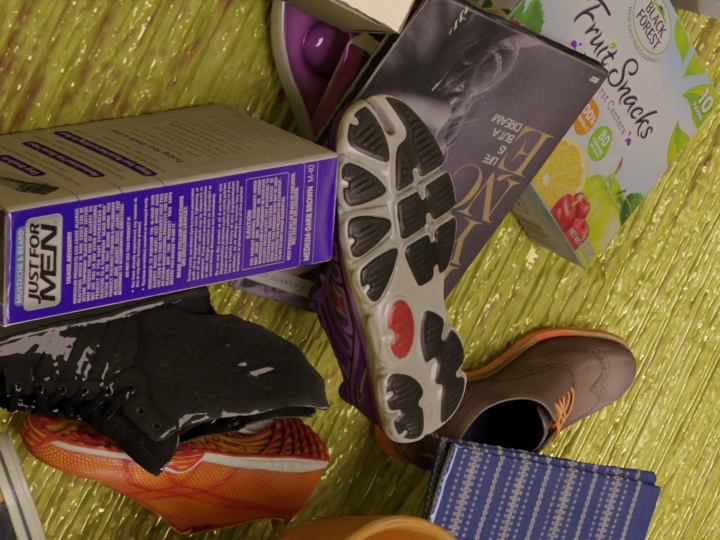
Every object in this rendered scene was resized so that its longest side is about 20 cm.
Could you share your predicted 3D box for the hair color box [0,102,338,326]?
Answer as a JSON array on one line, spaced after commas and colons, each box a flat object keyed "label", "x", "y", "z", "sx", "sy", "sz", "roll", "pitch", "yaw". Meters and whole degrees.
[{"label": "hair color box", "x": -0.121, "y": -0.032, "z": 1.245, "sx": 0.199, "sy": 0.109, "sz": 0.065, "roll": -10, "pitch": 113, "yaw": -37}]

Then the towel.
[{"label": "towel", "x": 0.097, "y": 0.179, "z": 1.484, "sx": 0.199, "sy": 0.024, "sz": 0.146, "roll": 13, "pitch": 94, "yaw": -44}]

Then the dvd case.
[{"label": "dvd case", "x": 0.032, "y": -0.054, "z": 1.370, "sx": 0.148, "sy": 0.016, "sz": 0.200, "roll": 18, "pitch": 115, "yaw": -42}]

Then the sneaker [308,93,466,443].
[{"label": "sneaker", "x": 0.000, "y": 0.000, "z": 1.335, "sx": 0.080, "sy": 0.083, "sz": 0.201, "roll": -27, "pitch": 124, "yaw": -38}]

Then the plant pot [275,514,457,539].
[{"label": "plant pot", "x": -0.048, "y": 0.233, "z": 1.350, "sx": 0.200, "sy": 0.182, "sz": 0.202, "roll": 4, "pitch": 84, "yaw": -51}]

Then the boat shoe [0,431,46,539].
[{"label": "boat shoe", "x": -0.190, "y": 0.165, "z": 1.291, "sx": 0.062, "sy": 0.075, "sz": 0.201, "roll": -19, "pitch": 136, "yaw": -11}]

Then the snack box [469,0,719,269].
[{"label": "snack box", "x": 0.124, "y": -0.115, "z": 1.455, "sx": 0.142, "sy": 0.053, "sz": 0.200, "roll": -52, "pitch": 139, "yaw": -13}]

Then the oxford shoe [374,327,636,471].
[{"label": "oxford shoe", "x": 0.106, "y": 0.088, "z": 1.519, "sx": 0.199, "sy": 0.073, "sz": 0.072, "roll": -18, "pitch": 118, "yaw": -35}]

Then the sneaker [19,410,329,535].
[{"label": "sneaker", "x": -0.102, "y": 0.113, "z": 1.354, "sx": 0.199, "sy": 0.073, "sz": 0.077, "roll": 15, "pitch": 113, "yaw": -39}]

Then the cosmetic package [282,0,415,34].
[{"label": "cosmetic package", "x": 0.018, "y": -0.226, "z": 1.272, "sx": 0.071, "sy": 0.105, "sz": 0.201, "roll": 25, "pitch": 90, "yaw": -18}]

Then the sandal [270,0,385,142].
[{"label": "sandal", "x": 0.002, "y": -0.090, "z": 1.369, "sx": 0.082, "sy": 0.050, "sz": 0.204, "roll": -29, "pitch": 125, "yaw": -29}]

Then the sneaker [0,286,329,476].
[{"label": "sneaker", "x": -0.125, "y": 0.060, "z": 1.265, "sx": 0.199, "sy": 0.060, "sz": 0.105, "roll": -21, "pitch": 81, "yaw": -20}]

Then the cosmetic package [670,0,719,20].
[{"label": "cosmetic package", "x": 0.265, "y": -0.243, "z": 1.513, "sx": 0.199, "sy": 0.081, "sz": 0.114, "roll": -31, "pitch": 124, "yaw": -27}]
